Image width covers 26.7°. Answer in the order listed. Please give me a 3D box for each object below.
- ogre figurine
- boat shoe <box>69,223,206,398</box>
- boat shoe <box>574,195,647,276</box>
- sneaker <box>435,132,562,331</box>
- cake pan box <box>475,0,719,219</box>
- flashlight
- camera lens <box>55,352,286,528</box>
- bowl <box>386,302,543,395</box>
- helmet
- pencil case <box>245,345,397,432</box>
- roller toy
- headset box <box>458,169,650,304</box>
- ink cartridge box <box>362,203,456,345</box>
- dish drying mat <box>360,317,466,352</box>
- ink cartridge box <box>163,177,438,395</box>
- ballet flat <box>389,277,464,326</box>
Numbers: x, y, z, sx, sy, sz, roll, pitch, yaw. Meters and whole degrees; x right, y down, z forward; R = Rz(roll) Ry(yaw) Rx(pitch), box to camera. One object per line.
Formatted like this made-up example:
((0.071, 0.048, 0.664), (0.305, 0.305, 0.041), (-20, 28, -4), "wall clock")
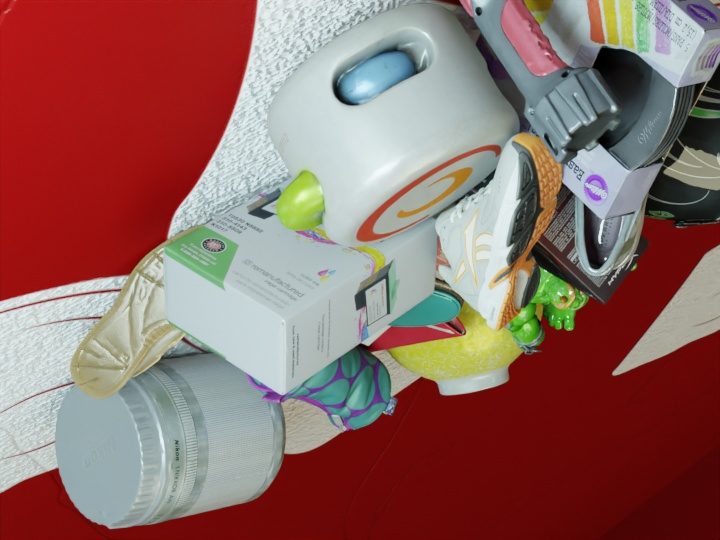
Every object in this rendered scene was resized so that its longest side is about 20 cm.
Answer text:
((0.200, 0.003, 1.542), (0.200, 0.099, 0.120), (-36, 159, 31), "ogre figurine")
((-0.185, 0.032, 1.387), (0.200, 0.074, 0.069), (-43, 179, 10), "boat shoe")
((0.215, -0.097, 1.266), (0.065, 0.074, 0.203), (-30, 131, -74), "boat shoe")
((0.102, -0.039, 1.242), (0.076, 0.092, 0.201), (-39, 151, -36), "sneaker")
((0.183, -0.167, 1.195), (0.052, 0.200, 0.185), (-15, 142, -38), "cake pan box")
((0.126, -0.182, 1.134), (0.068, 0.201, 0.068), (-26, 157, -12), "flashlight")
((-0.188, 0.169, 1.542), (0.199, 0.160, 0.160), (-5, 147, -46), "camera lens")
((0.116, 0.077, 1.687), (0.199, 0.108, 0.200), (-12, -178, 0), "bowl")
((0.268, -0.151, 1.373), (0.200, 0.190, 0.201), (-156, -90, -83), "helmet")
((-0.040, 0.109, 1.566), (0.085, 0.093, 0.200), (5, 166, 28), "pencil case")
((0.024, -0.121, 1.219), (0.182, 0.140, 0.200), (-39, 166, 35), "roller toy")
((0.147, -0.071, 1.376), (0.200, 0.149, 0.077), (38, 88, -38), "headset box")
((0.000, 0.000, 1.491), (0.116, 0.068, 0.200), (25, 126, -35), "ink cartridge box")
((0.022, 0.059, 1.598), (0.077, 0.018, 0.199), (36, 151, -27), "dish drying mat")
((-0.048, 0.000, 1.301), (0.200, 0.144, 0.084), (-32, 139, -39), "ink cartridge box")
((-0.003, 0.012, 1.403), (0.199, 0.068, 0.068), (1, 139, -15), "ballet flat")
